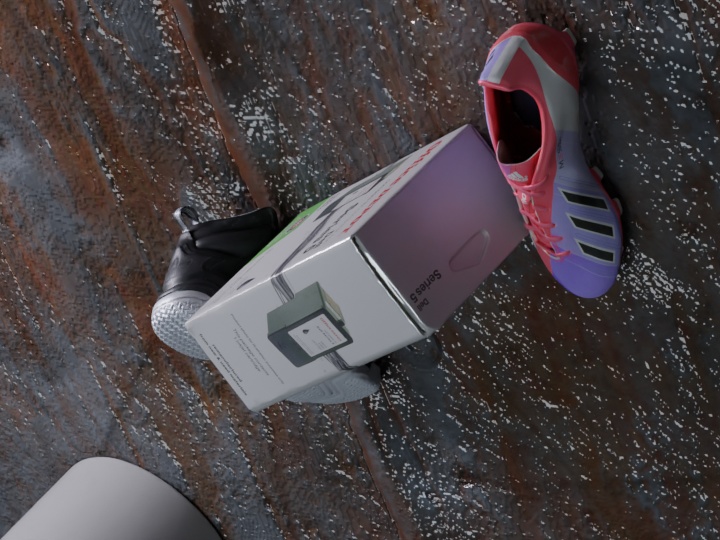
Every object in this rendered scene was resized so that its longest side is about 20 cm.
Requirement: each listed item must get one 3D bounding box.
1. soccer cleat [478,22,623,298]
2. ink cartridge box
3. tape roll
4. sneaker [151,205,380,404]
[{"bbox_3d":[0.113,-0.058,1.324,0.067,0.076,0.200,11,130,34],"label":"soccer cleat"},{"bbox_3d":[0.000,0.000,1.419,0.084,0.146,0.200,53,140,-9],"label":"ink cartridge box"},{"bbox_3d":[-0.223,0.284,1.870,0.202,0.139,0.203,23,137,23],"label":"tape roll"},{"bbox_3d":[-0.060,0.021,1.548,0.200,0.114,0.075,25,146,-37],"label":"sneaker"}]
